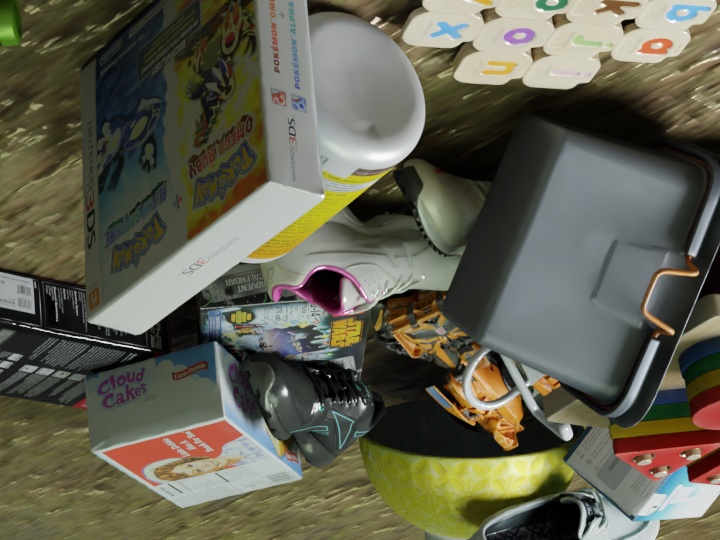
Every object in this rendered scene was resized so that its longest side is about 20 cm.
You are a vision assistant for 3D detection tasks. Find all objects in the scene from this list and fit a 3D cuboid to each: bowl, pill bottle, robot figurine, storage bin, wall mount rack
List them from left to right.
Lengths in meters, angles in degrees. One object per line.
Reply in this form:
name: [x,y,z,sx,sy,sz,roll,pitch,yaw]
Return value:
pill bottle: [-0.054,-0.076,1.373,0.109,0.110,0.200,10,149,-33]
bowl: [0.096,0.187,1.854,0.199,0.108,0.200,1,-169,0]
robot figurine: [0.098,0.061,1.703,0.145,0.058,0.200,-26,130,26]
wall mount rack: [0.163,0.033,1.617,0.200,0.075,0.174,-40,133,-11]
storage bin: [0.154,-0.008,1.462,0.134,0.201,0.146,19,-172,-21]

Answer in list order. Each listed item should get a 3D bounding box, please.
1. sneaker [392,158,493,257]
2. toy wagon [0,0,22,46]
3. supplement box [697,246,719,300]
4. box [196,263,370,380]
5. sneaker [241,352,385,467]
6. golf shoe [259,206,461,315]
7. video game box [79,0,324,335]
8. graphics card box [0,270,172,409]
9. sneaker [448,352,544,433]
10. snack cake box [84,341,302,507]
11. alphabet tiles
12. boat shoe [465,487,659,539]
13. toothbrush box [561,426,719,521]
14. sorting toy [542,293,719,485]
sneaker: [0.100,-0.048,1.542,0.093,0.070,0.200,-34,146,13]
toy wagon: [-0.280,-0.149,1.244,0.155,0.040,0.200,-7,155,-1]
supplement box: [0.339,0.003,1.556,0.199,0.086,0.110,1,154,-18]
box: [-0.064,0.051,1.717,0.136,0.040,0.200,-5,155,-6]
sneaker: [-0.038,0.100,1.717,0.079,0.076,0.200,-26,159,7]
golf shoe: [0.000,0.000,1.564,0.199,0.092,0.075,13,146,-33]
video game box: [-0.101,-0.083,1.261,0.047,0.183,0.200,12,148,-36]
graphics card box: [-0.264,0.054,1.657,0.200,0.051,0.125,12,149,-37]
sneaker: [0.165,0.067,1.790,0.199,0.075,0.116,-17,150,-2]
snack cake box: [-0.134,0.130,1.730,0.115,0.067,0.200,-14,158,12]
alphabet tiles: [0.132,-0.173,1.331,0.195,0.015,0.200,2,153,-18]
boat shoe: [0.175,0.220,1.770,0.200,0.070,0.072,-12,148,-28]
toothbrush box: [0.276,0.132,1.798,0.147,0.085,0.200,-54,156,12]
sorting toy: [0.274,0.099,1.558,0.198,0.070,0.200,9,151,-32]
